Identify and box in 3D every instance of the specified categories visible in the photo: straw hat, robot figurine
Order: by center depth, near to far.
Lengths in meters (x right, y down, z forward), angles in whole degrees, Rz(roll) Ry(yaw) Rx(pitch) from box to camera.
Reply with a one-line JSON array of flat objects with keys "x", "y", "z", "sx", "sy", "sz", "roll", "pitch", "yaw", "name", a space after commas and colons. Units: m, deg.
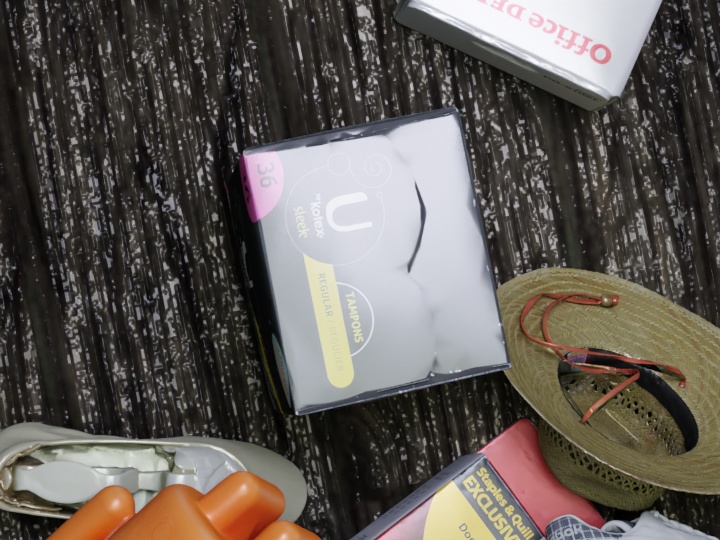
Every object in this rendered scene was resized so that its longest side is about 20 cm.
[{"x": -0.115, "y": 0.201, "z": 1.464, "sx": 0.200, "sy": 0.117, "sz": 0.144, "roll": -43, "pitch": 107, "yaw": 2, "name": "robot figurine"}, {"x": 0.153, "y": 0.093, "z": 1.542, "sx": 0.201, "sy": 0.201, "sz": 0.085, "roll": 21, "pitch": 124, "yaw": -3, "name": "straw hat"}]

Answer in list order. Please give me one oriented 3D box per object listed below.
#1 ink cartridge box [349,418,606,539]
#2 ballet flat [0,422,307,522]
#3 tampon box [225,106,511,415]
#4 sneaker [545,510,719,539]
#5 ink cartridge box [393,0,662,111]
[{"x": 0.093, "y": 0.213, "z": 1.536, "sx": 0.175, "sy": 0.084, "sz": 0.200, "roll": -37, "pitch": 90, "yaw": -7, "name": "ink cartridge box"}, {"x": -0.130, "y": 0.129, "z": 1.531, "sx": 0.199, "sy": 0.069, "sz": 0.070, "roll": 5, "pitch": 86, "yaw": -5, "name": "ballet flat"}, {"x": 0.000, "y": 0.000, "z": 1.482, "sx": 0.126, "sy": 0.200, "sz": 0.150, "roll": -12, "pitch": 87, "yaw": -5, "name": "tampon box"}, {"x": 0.190, "y": 0.179, "z": 1.518, "sx": 0.076, "sy": 0.200, "sz": 0.081, "roll": -45, "pitch": 57, "yaw": 29, "name": "sneaker"}, {"x": 0.125, "y": -0.217, "z": 1.563, "sx": 0.144, "sy": 0.084, "sz": 0.200, "roll": 24, "pitch": 84, "yaw": -3, "name": "ink cartridge box"}]
